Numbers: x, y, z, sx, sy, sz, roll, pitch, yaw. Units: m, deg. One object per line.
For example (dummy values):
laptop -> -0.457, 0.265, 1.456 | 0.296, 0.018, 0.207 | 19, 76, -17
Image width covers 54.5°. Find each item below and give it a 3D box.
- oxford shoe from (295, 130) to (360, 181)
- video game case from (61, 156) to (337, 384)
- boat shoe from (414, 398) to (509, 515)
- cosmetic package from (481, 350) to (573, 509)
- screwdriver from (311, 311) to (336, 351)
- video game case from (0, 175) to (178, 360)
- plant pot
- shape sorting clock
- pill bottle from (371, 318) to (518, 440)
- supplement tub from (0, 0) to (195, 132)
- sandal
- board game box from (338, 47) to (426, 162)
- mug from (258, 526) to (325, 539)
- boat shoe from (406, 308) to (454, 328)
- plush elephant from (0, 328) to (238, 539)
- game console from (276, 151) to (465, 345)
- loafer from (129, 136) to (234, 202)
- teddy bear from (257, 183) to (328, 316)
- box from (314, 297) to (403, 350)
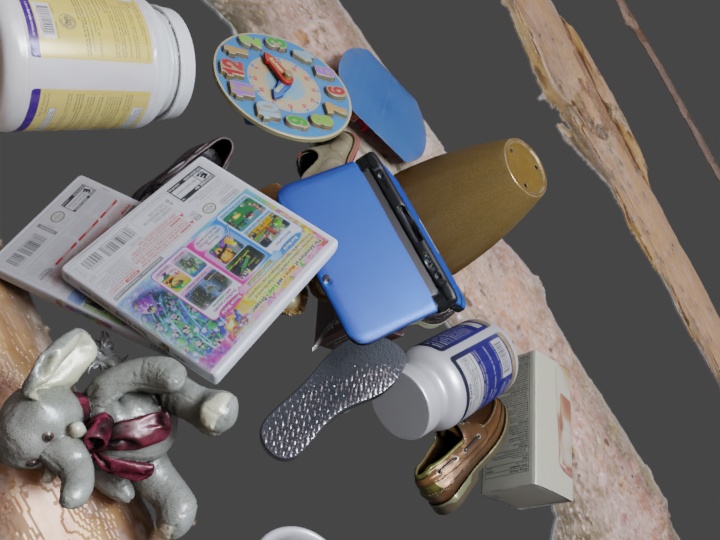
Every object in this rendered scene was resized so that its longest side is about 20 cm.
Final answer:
oxford shoe -> -0.046, -0.151, 0.935 | 0.075, 0.070, 0.200 | 22, 24, -14
video game case -> -0.150, -0.011, 0.687 | 0.182, 0.024, 0.200 | 32, 53, 10
boat shoe -> 0.139, 0.229, 0.943 | 0.068, 0.072, 0.200 | 53, 44, -10
cosmetic package -> 0.242, 0.231, 1.016 | 0.087, 0.103, 0.200 | 30, 53, -27
screwdriver -> -0.008, 0.023, 0.810 | 0.029, 0.028, 0.200 | 59, 45, -36
video game case -> -0.233, -0.008, 0.693 | 0.200, 0.018, 0.143 | 24, 49, 4
plant pot -> 0.169, -0.110, 1.050 | 0.186, 0.200, 0.187 | 19, 58, -34
shape sorting clock -> -0.102, -0.252, 0.947 | 0.200, 0.039, 0.200 | 14, 51, -18
pill bottle -> 0.113, 0.143, 0.931 | 0.200, 0.116, 0.116 | -18, 82, -45
supplement tub -> -0.289, -0.217, 0.722 | 0.200, 0.145, 0.145 | -13, 79, -45
sandal -> -0.035, 0.143, 0.820 | 0.200, 0.043, 0.076 | -33, 77, -21
board game box -> 0.026, -0.256, 1.109 | 0.200, 0.039, 0.158 | 40, 43, -28
mug -> -0.036, 0.342, 0.693 | 0.175, 0.148, 0.200 | 0, 39, -51
boat shoe -> 0.100, 0.041, 0.989 | 0.200, 0.065, 0.072 | 3, 67, -55
plush elephant -> -0.230, 0.137, 0.595 | 0.200, 0.165, 0.155 | 40, 25, 19
game console -> 0.019, -0.021, 0.807 | 0.200, 0.118, 0.171 | 62, 10, 14
loafer -> -0.206, -0.087, 0.791 | 0.072, 0.063, 0.200 | 42, 47, -18
teddy bear -> -0.083, -0.021, 0.833 | 0.145, 0.200, 0.067 | -37, 140, -16
box -> 0.000, 0.000, 0.912 | 0.075, 0.100, 0.200 | 21, 56, -33
